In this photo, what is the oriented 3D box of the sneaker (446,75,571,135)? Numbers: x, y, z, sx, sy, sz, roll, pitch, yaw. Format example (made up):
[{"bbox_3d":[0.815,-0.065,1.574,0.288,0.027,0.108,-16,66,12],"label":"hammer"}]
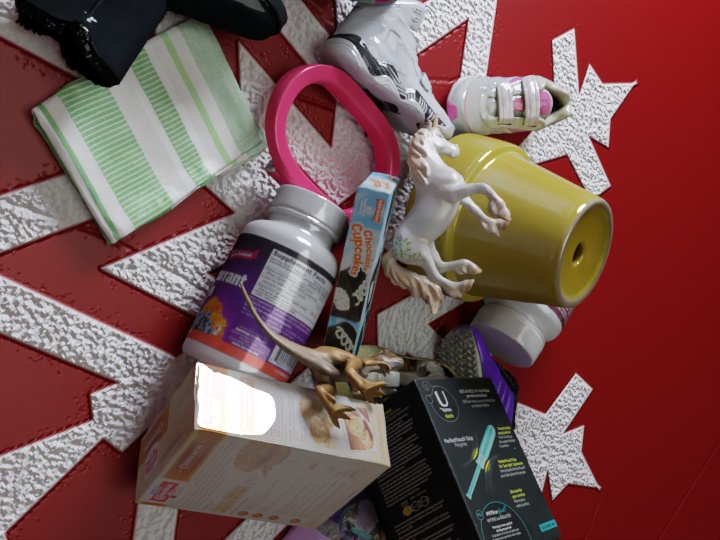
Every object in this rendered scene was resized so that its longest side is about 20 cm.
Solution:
[{"bbox_3d":[0.196,-0.217,1.011,0.200,0.088,0.081,-17,105,-35],"label":"sneaker"}]

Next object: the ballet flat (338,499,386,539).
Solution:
[{"bbox_3d":[0.061,0.305,0.950,0.200,0.072,0.072,6,92,-49],"label":"ballet flat"}]

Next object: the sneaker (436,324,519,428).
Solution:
[{"bbox_3d":[0.167,0.150,1.054,0.099,0.070,0.200,-32,118,-38],"label":"sneaker"}]

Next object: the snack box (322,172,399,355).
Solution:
[{"bbox_3d":[0.000,0.000,0.849,0.037,0.116,0.200,14,106,4],"label":"snack box"}]

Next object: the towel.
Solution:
[{"bbox_3d":[-0.196,-0.138,0.762,0.200,0.023,0.153,-39,116,-27],"label":"towel"}]

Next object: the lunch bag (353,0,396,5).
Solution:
[{"bbox_3d":[-0.012,-0.383,0.812,0.160,0.077,0.200,6,82,-22],"label":"lunch bag"}]

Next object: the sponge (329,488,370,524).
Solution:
[{"bbox_3d":[-0.031,0.234,0.930,0.200,0.030,0.112,38,73,-34],"label":"sponge"}]

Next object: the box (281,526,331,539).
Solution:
[{"bbox_3d":[-0.046,0.425,0.901,0.176,0.097,0.200,-51,123,-21],"label":"box"}]

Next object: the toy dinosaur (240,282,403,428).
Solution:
[{"bbox_3d":[-0.034,0.091,0.752,0.200,0.106,0.060,24,108,-41],"label":"toy dinosaur"}]

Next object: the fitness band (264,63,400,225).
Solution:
[{"bbox_3d":[-0.030,-0.135,0.872,0.200,0.037,0.144,43,67,-40],"label":"fitness band"}]

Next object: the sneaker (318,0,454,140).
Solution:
[{"bbox_3d":[0.052,-0.238,0.906,0.200,0.075,0.115,32,78,-33],"label":"sneaker"}]

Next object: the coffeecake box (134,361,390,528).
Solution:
[{"bbox_3d":[-0.097,0.179,0.770,0.200,0.154,0.073,18,44,-27],"label":"coffeecake box"}]

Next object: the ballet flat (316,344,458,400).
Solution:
[{"bbox_3d":[0.041,0.130,0.950,0.200,0.071,0.071,10,89,-37],"label":"ballet flat"}]

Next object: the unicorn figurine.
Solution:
[{"bbox_3d":[0.087,-0.065,0.833,0.200,0.137,0.074,-58,170,-5],"label":"unicorn figurine"}]

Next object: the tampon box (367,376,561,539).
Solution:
[{"bbox_3d":[0.102,0.238,0.890,0.150,0.126,0.200,8,52,-46],"label":"tampon box"}]

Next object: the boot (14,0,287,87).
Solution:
[{"bbox_3d":[-0.186,-0.230,0.716,0.200,0.076,0.168,34,72,-22],"label":"boot"}]

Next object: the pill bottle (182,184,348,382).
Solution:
[{"bbox_3d":[-0.090,0.018,0.807,0.111,0.111,0.200,35,74,-35],"label":"pill bottle"}]

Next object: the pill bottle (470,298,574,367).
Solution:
[{"bbox_3d":[0.237,0.023,1.057,0.114,0.114,0.200,49,67,-31],"label":"pill bottle"}]

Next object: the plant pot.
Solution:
[{"bbox_3d":[0.182,-0.046,0.928,0.201,0.189,0.201,-25,125,-41],"label":"plant pot"}]
